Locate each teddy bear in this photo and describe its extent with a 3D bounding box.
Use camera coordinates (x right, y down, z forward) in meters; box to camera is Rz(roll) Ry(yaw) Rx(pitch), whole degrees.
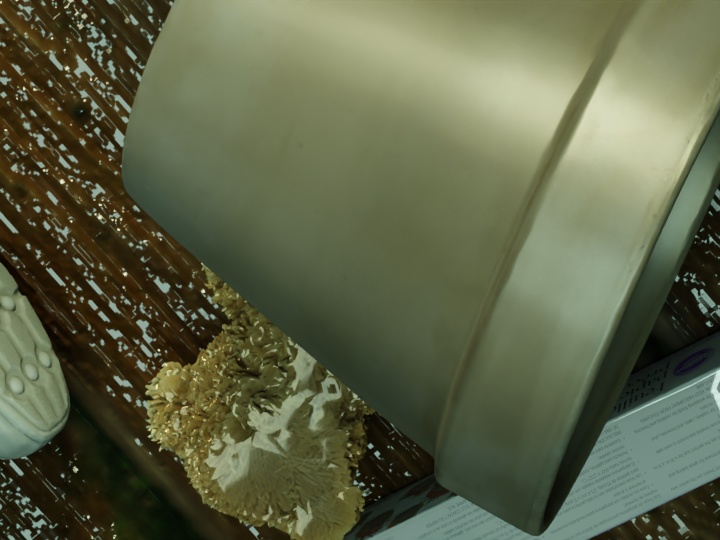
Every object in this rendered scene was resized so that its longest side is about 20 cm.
[{"bbox_3d":[0.000,0.000,1.104,0.144,0.067,0.201,9,107,-1],"label":"teddy bear"}]

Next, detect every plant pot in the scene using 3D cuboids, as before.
[{"bbox_3d":[0.025,-0.042,0.976,0.173,0.200,0.201,26,115,9],"label":"plant pot"}]

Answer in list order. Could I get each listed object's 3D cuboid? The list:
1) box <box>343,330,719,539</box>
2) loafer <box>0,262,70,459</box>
[{"bbox_3d":[0.062,0.086,1.129,0.199,0.039,0.042,-29,104,21],"label":"box"},{"bbox_3d":[-0.194,0.000,1.142,0.200,0.070,0.070,46,119,1],"label":"loafer"}]
